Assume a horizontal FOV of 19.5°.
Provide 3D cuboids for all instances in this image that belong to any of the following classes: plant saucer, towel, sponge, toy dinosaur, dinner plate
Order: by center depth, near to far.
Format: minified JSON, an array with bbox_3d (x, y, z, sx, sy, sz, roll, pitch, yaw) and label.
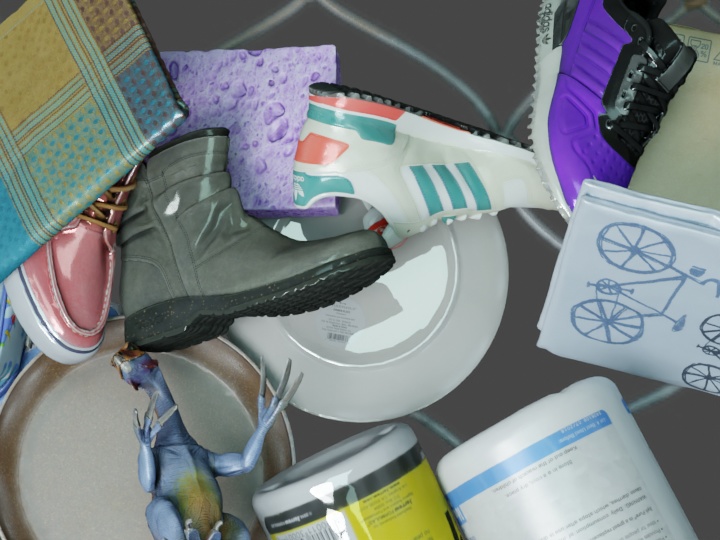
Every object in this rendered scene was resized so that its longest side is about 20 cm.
[{"bbox_3d":[-0.120,0.131,1.266,0.105,0.181,0.201,25,100,-33],"label":"toy dinosaur"},{"bbox_3d":[-0.202,-0.089,1.289,0.200,0.022,0.147,-37,64,20],"label":"towel"},{"bbox_3d":[-0.141,0.130,1.355,0.198,0.032,0.202,2,74,-7],"label":"plant saucer"},{"bbox_3d":[0.000,0.000,1.397,0.198,0.024,0.202,0,82,3],"label":"dinner plate"},{"bbox_3d":[-0.111,-0.091,1.398,0.198,0.030,0.113,-1,80,9],"label":"sponge"}]

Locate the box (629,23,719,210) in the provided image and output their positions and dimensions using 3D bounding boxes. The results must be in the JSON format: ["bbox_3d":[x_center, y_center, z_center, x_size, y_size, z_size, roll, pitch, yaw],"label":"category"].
[{"bbox_3d":[0.259,-0.073,1.399,0.198,0.021,0.165,11,81,4],"label":"box"}]

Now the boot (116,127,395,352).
[{"bbox_3d":[-0.081,-0.032,1.316,0.199,0.068,0.132,-16,78,25],"label":"boot"}]

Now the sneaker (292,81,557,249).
[{"bbox_3d":[0.044,-0.054,1.365,0.199,0.070,0.094,16,96,-24],"label":"sneaker"}]

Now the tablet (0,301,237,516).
[{"bbox_3d":[-0.171,0.136,1.385,0.130,0.014,0.201,-30,81,-3],"label":"tablet"}]

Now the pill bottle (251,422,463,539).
[{"bbox_3d":[0.021,0.207,1.308,0.114,0.114,0.201,-25,93,-2],"label":"pill bottle"}]

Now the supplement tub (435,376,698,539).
[{"bbox_3d":[0.145,0.181,1.308,0.131,0.132,0.201,-26,80,-2],"label":"supplement tub"}]

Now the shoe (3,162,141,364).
[{"bbox_3d":[-0.175,-0.049,1.311,0.091,0.071,0.202,-27,63,40],"label":"shoe"}]

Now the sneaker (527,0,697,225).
[{"bbox_3d":[0.166,-0.114,1.337,0.099,0.070,0.201,-17,53,28],"label":"sneaker"}]

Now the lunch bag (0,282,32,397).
[{"bbox_3d":[-0.309,-0.002,1.372,0.198,0.082,0.162,6,80,7],"label":"lunch bag"}]

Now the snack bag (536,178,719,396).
[{"bbox_3d":[0.217,0.022,1.309,0.198,0.189,0.022,15,58,5],"label":"snack bag"}]
